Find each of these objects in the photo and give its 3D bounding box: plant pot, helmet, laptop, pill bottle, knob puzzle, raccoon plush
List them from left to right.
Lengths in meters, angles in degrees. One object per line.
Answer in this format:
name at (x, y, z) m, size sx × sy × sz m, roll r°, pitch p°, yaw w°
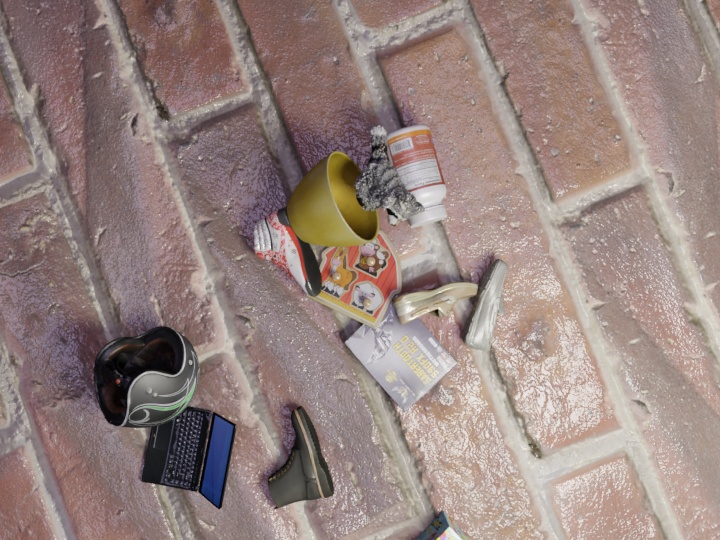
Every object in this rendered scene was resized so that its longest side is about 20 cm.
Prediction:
helmet at (-0.429, 0.221, 1.405) m, size 0.199 × 0.190 × 0.202 m, roll 10°, pitch 105°, yaw 41°
laptop at (-0.365, 0.388, 1.439) m, size 0.198 × 0.103 × 0.179 m, roll 11°, pitch 87°, yaw 0°
plant pot at (-0.071, -0.130, 1.437) m, size 0.141 × 0.200 × 0.202 m, roll -22°, pitch 87°, yaw 25°
knob puzzle at (0.000, 0.000, 1.472) m, size 0.217 × 0.030 × 0.222 m, roll -3°, pitch 75°, yaw 10°
raccoon plush at (0.062, -0.193, 1.379) m, size 0.096 × 0.133 × 0.202 m, roll -16°, pitch 107°, yaw -43°
pill bottle at (0.120, -0.201, 1.464) m, size 0.111 × 0.112 × 0.202 m, roll -15°, pitch 88°, yaw -1°

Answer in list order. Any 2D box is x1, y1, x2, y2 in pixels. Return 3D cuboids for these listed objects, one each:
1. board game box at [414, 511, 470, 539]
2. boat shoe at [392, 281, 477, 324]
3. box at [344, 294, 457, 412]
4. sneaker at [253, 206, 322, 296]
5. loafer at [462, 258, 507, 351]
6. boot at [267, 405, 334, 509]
board game box at (0.145, 0.628, 1.427) m, size 0.200 × 0.105 × 0.103 m, roll -45°, pitch 89°, yaw -1°
boat shoe at (0.166, 0.071, 1.452) m, size 0.198 × 0.072 × 0.066 m, roll -11°, pitch 77°, yaw -22°
box at (0.087, 0.177, 1.477) m, size 0.158 × 0.048 × 0.200 m, roll -41°, pitch 88°, yaw -2°
sneaker at (-0.162, -0.027, 1.472) m, size 0.107 × 0.067 × 0.203 m, roll -21°, pitch 91°, yaw 25°
loafer at (0.282, 0.076, 1.476) m, size 0.069 × 0.070 × 0.202 m, roll 19°, pitch 93°, yaw -6°
boot at (-0.151, 0.406, 1.456) m, size 0.137 × 0.077 × 0.202 m, roll -18°, pitch 86°, yaw 4°
